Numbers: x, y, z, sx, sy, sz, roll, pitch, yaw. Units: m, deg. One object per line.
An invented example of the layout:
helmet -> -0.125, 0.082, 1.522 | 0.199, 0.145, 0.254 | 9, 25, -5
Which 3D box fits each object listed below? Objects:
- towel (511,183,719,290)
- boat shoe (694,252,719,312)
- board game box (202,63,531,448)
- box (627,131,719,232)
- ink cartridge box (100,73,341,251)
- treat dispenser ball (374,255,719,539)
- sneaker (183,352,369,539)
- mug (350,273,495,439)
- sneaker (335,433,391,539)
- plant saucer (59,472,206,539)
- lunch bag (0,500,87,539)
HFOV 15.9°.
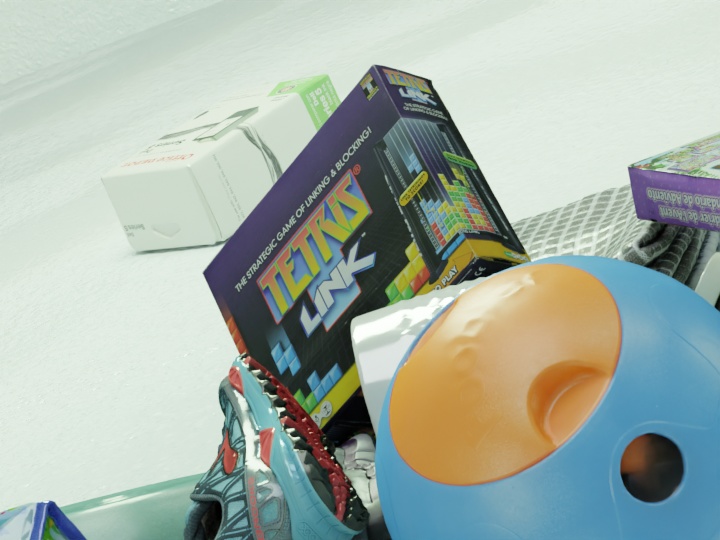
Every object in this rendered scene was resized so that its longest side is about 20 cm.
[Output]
towel -> 0.150, 0.007, 1.706 | 0.166, 0.086, 0.200 | -18, 17, 22
boat shoe -> 0.227, 0.042, 1.425 | 0.060, 0.072, 0.202 | 20, -6, 21
board game box -> 0.000, 0.000, 1.606 | 0.057, 0.165, 0.200 | 10, -49, -43
box -> 0.287, -0.072, 1.611 | 0.200, 0.039, 0.137 | -20, 16, -26
ink cartridge box -> -0.125, -0.103, 2.466 | 0.145, 0.084, 0.200 | -5, 24, 49
treat dispenser ball -> 0.108, 0.093, 1.276 | 0.201, 0.201, 0.201 | -22, 16, 7
sneaker -> -0.066, 0.114, 1.442 | 0.096, 0.079, 0.200 | -39, 19, 2
mug -> 0.102, 0.066, 1.487 | 0.175, 0.148, 0.200 | -18, 6, 5
sneaker -> -0.021, 0.148, 1.500 | 0.087, 0.074, 0.200 | -10, 6, -4
plant saucer -> -0.151, 0.159, 1.620 | 0.200, 0.036, 0.200 | -14, -1, 0
lunch bag -> -0.222, 0.245, 1.406 | 0.170, 0.127, 0.200 | -16, 47, 28
